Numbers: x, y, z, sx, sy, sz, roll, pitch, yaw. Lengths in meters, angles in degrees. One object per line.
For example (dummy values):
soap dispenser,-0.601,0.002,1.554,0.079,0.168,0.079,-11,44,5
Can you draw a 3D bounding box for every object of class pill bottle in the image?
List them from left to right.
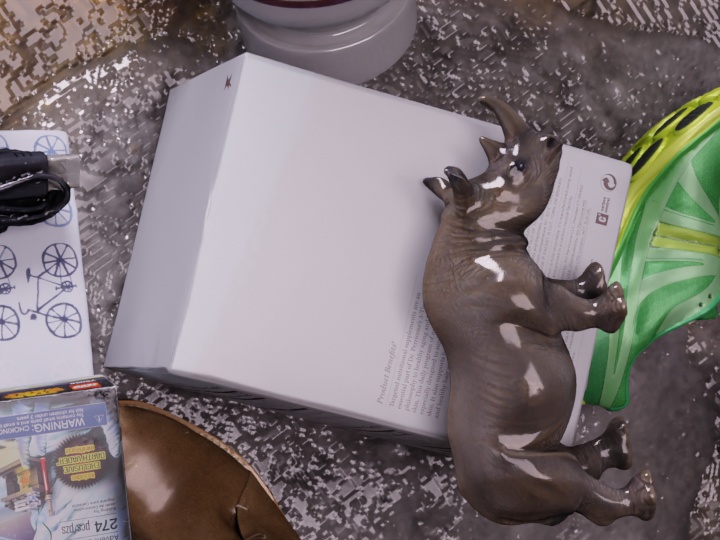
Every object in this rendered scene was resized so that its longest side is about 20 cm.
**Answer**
pill bottle,-0.026,-0.186,1.096,0.109,0.200,0.110,-4,52,5

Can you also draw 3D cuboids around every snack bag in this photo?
snack bag,-0.226,0.014,1.080,0.199,0.021,0.189,2,63,-20

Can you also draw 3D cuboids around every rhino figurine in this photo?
rhino figurine,0.073,0.020,1.035,0.087,0.060,0.201,-9,89,-7

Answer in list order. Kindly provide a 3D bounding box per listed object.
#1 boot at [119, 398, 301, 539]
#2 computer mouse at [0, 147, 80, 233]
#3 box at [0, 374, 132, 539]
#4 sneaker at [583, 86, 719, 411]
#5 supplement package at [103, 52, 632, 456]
boot,-0.059,0.138,1.137,0.200,0.075,0.074,45,77,-9
computer mouse,-0.212,-0.116,1.092,0.138,0.053,0.201,-6,76,-21
box,-0.201,0.128,1.021,0.199,0.040,0.137,-8,98,-16
sneaker,0.161,-0.014,1.220,0.083,0.074,0.200,36,86,-10
supplement package,0.000,0.000,1.123,0.199,0.151,0.152,15,84,-17
